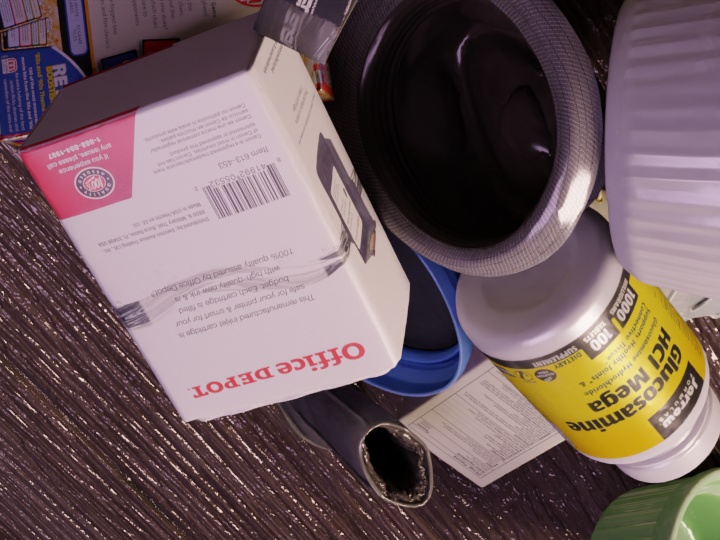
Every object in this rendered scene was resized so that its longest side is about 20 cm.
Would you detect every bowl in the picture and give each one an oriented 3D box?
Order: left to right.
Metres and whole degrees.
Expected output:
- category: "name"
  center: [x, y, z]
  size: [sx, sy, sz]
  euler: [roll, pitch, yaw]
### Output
- category: "bowl"
  center: [0.000, 0.000, 0.908]
  size: [0.200, 0.039, 0.201]
  euler: [32, 147, 23]

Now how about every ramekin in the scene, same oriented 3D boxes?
- category: "ramekin"
  center: [0.273, 0.267, 1.076]
  size: [0.097, 0.200, 0.200]
  euler: [-16, 125, 47]
- category: "ramekin"
  center: [0.198, -0.077, 0.740]
  size: [0.094, 0.203, 0.203]
  euler: [2, 134, 21]

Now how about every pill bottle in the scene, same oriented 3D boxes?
- category: "pill bottle"
  center: [0.157, 0.055, 0.851]
  size: [0.112, 0.113, 0.200]
  euler: [-13, 138, 36]

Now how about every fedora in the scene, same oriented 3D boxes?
- category: "fedora"
  center: [0.076, -0.094, 0.766]
  size: [0.200, 0.090, 0.177]
  euler: [48, 125, 28]

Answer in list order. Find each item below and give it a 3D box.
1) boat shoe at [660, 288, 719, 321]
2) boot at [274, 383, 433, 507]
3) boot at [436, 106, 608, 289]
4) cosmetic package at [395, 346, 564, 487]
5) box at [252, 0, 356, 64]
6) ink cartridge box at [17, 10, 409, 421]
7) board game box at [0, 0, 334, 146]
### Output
- category: "boat shoe"
  center: [0.241, 0.001, 0.904]
  size: [0.071, 0.070, 0.201]
  euler: [25, 138, 3]
- category: "boot"
  center: [-0.002, 0.133, 1.084]
  size: [0.200, 0.073, 0.182]
  euler: [27, 167, 46]
- category: "boot"
  center: [0.138, -0.068, 0.879]
  size: [0.154, 0.072, 0.201]
  euler: [9, 115, -2]
- category: "cosmetic package"
  center: [0.128, 0.089, 1.052]
  size: [0.103, 0.073, 0.200]
  euler: [37, 139, -12]
- category: "box"
  center: [0.017, -0.229, 0.678]
  size: [0.049, 0.201, 0.161]
  euler: [24, 140, -2]
- category: "ink cartridge box"
  center: [-0.075, -0.025, 0.746]
  size: [0.144, 0.085, 0.201]
  euler: [-16, 121, 19]
- category: "board game box"
  center: [-0.124, -0.164, 0.783]
  size: [0.199, 0.046, 0.152]
  euler: [-7, 88, 9]
